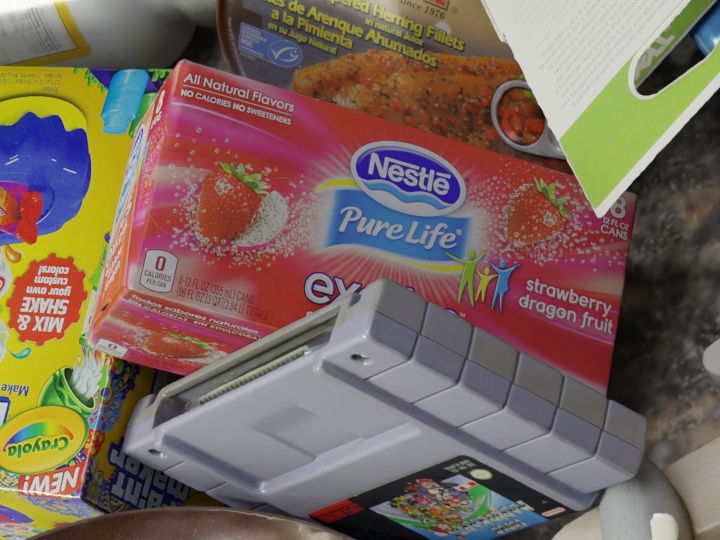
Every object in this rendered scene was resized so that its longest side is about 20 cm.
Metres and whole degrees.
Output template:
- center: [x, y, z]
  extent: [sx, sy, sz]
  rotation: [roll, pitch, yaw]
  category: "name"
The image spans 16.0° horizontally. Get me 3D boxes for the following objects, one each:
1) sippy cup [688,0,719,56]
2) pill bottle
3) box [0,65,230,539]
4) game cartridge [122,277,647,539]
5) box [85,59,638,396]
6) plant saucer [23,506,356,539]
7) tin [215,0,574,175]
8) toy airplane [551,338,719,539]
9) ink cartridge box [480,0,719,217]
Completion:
- center: [0.198, -0.124, 1.026]
  extent: [0.130, 0.139, 0.178]
  rotation: [-41, 29, 19]
  category: "sippy cup"
- center: [-0.147, -0.140, 1.223]
  extent: [0.199, 0.112, 0.113]
  rotation: [-10, 64, 24]
  category: "pill bottle"
- center: [-0.150, 0.019, 1.150]
  extent: [0.199, 0.122, 0.194]
  rotation: [3, 71, 29]
  category: "box"
- center: [0.006, 0.067, 0.991]
  extent: [0.200, 0.129, 0.039]
  rotation: [-28, 36, 55]
  category: "game cartridge"
- center: [0.000, 0.000, 1.028]
  extent: [0.199, 0.095, 0.100]
  rotation: [16, 70, -12]
  category: "box"
- center: [-0.067, 0.154, 0.963]
  extent: [0.199, 0.200, 0.035]
  rotation: [19, 120, 33]
  category: "plant saucer"
- center: [0.026, -0.092, 1.110]
  extent: [0.199, 0.113, 0.042]
  rotation: [24, 37, 26]
  category: "tin"
- center: [0.181, 0.063, 0.938]
  extent: [0.198, 0.141, 0.201]
  rotation: [20, 79, 34]
  category: "toy airplane"
- center: [0.122, -0.126, 0.965]
  extent: [0.148, 0.075, 0.201]
  rotation: [-48, 42, 27]
  category: "ink cartridge box"
